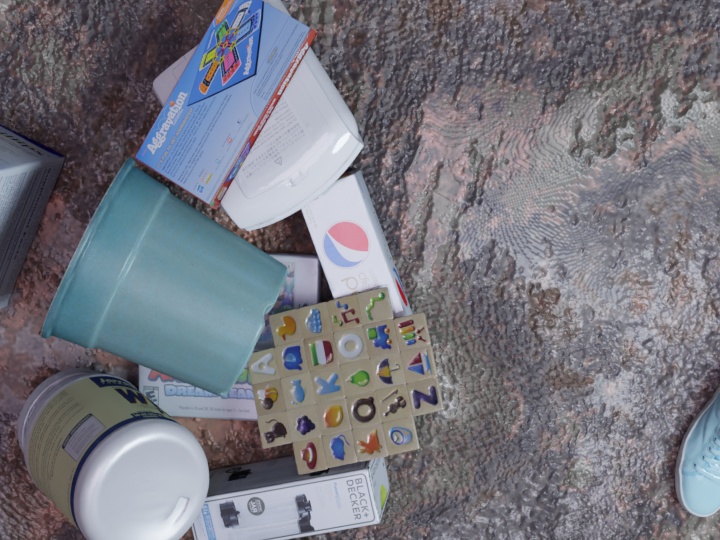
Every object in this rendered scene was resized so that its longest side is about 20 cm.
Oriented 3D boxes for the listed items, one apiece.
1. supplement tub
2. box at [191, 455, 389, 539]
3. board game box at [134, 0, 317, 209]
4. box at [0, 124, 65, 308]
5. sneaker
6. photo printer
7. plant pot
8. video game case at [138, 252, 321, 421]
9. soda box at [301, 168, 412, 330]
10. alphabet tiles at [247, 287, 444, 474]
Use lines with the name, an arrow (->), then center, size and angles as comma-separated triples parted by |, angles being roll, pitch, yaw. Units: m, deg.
supplement tub -> -0.260, 0.192, 1.444 | 0.144, 0.199, 0.146 | -13, 114, -32
box -> -0.074, 0.239, 1.489 | 0.198, 0.117, 0.061 | -12, 97, 7
board game box -> -0.135, -0.173, 1.393 | 0.102, 0.019, 0.201 | 32, 93, 19
box -> -0.410, -0.050, 1.439 | 0.104, 0.200, 0.185 | 25, 100, 3
sneaker -> 0.382, 0.168, 1.445 | 0.073, 0.082, 0.202 | 21, 100, 4
photo printer -> -0.100, -0.153, 1.426 | 0.166, 0.069, 0.201 | -36, 73, 10
plant pot -> -0.190, 0.020, 1.417 | 0.195, 0.200, 0.201 | 27, 101, -7
video game case -> -0.143, 0.070, 1.517 | 0.198, 0.024, 0.184 | 3, 99, 6
soda box -> 0.000, 0.000, 1.471 | 0.068, 0.064, 0.202 | -19, 95, 9
alphabet tiles -> -0.018, 0.114, 1.437 | 0.198, 0.006, 0.168 | -14, 83, 15
